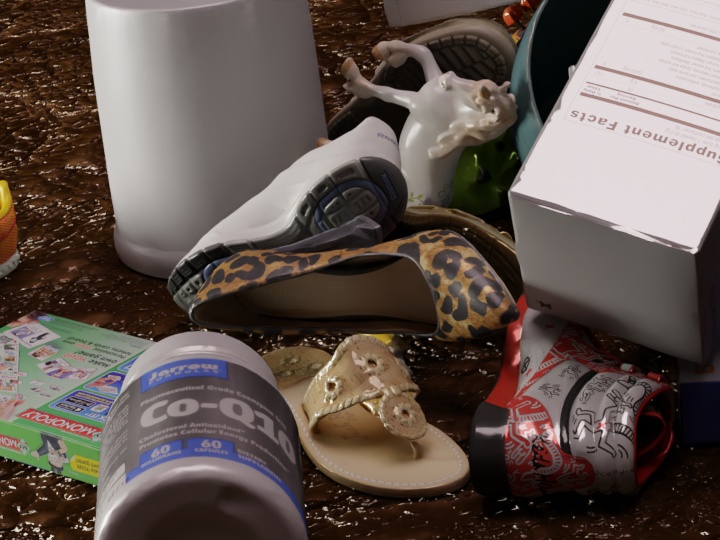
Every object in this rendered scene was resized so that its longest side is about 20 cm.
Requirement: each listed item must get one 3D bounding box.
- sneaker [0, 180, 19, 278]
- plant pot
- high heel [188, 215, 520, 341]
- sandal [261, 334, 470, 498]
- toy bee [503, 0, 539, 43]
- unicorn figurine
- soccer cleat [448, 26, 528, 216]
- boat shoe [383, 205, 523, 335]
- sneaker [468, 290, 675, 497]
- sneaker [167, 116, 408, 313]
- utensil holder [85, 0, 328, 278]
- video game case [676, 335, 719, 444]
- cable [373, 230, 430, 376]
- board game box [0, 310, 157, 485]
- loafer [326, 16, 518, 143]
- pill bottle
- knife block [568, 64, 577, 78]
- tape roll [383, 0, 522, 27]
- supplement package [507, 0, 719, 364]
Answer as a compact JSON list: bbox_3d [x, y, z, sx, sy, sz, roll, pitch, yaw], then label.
[{"bbox_3d":[-0.295,-0.007,1.883,0.073,0.077,0.200,-1,24,9],"label":"sneaker"},{"bbox_3d":[0.185,-0.105,1.875,0.200,0.200,0.135,-17,-12,-23],"label":"plant pot"},{"bbox_3d":[-0.006,0.024,1.623,0.142,0.071,0.200,-23,25,-28],"label":"high heel"},{"bbox_3d":[-0.009,0.069,1.621,0.078,0.070,0.212,-17,24,-24],"label":"sandal"},{"bbox_3d":[0.151,-0.155,2.061,0.200,0.109,0.131,10,55,47],"label":"toy bee"},{"bbox_3d":[0.042,-0.097,1.856,0.137,0.200,0.074,32,49,25],"label":"unicorn figurine"},{"bbox_3d":[0.108,-0.126,1.980,0.081,0.068,0.200,7,57,48],"label":"soccer cleat"},{"bbox_3d":[0.067,-0.009,1.783,0.066,0.074,0.200,-7,21,-40],"label":"boat shoe"},{"bbox_3d":[0.135,0.071,1.581,0.108,0.067,0.201,1,27,15],"label":"sneaker"},{"bbox_3d":[-0.044,-0.030,1.790,0.200,0.075,0.087,-30,26,26],"label":"sneaker"},{"bbox_3d":[-0.106,-0.117,1.932,0.170,0.200,0.170,-5,22,2],"label":"utensil holder"},{"bbox_3d":[0.292,0.042,1.632,0.200,0.046,0.181,-4,23,7],"label":"video game case"},{"bbox_3d":[0.000,0.000,1.767,0.050,0.097,0.200,22,4,-40],"label":"cable"},{"bbox_3d":[-0.185,0.079,1.704,0.200,0.029,0.135,13,30,39],"label":"board game box"},{"bbox_3d":[0.047,-0.138,1.942,0.200,0.076,0.068,-29,22,49],"label":"loafer"},{"bbox_3d":[-0.088,0.115,1.475,0.114,0.114,0.200,-7,22,-1],"label":"pill bottle"},{"bbox_3d":[0.232,-0.084,1.762,0.175,0.064,0.200,9,-17,24],"label":"knife block"},{"bbox_3d":[0.116,-0.218,1.961,0.203,0.037,0.203,-12,7,2],"label":"tape roll"},{"bbox_3d":[0.184,-0.069,1.575,0.120,0.121,0.200,18,61,20],"label":"supplement package"}]
